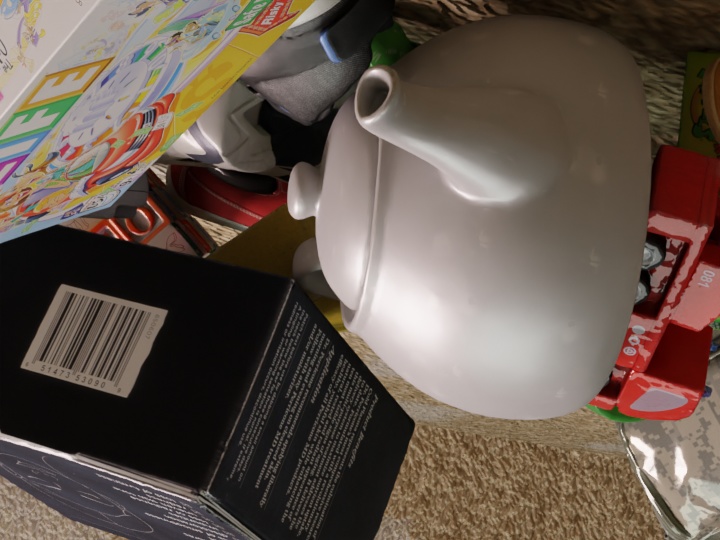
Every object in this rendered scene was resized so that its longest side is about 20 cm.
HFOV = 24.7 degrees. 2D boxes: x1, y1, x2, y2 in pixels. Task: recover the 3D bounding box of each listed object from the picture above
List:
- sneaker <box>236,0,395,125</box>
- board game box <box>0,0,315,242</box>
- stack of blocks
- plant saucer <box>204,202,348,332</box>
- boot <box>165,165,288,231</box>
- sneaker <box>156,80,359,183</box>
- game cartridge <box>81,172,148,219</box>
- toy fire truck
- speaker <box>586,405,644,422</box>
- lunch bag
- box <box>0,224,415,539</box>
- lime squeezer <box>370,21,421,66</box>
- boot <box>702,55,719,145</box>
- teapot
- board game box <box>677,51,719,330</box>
[{"bbox_3d":[-0.070,-0.103,0.731,0.200,0.073,0.112,-5,142,47],"label":"sneaker"},{"bbox_3d":[-0.101,-0.070,0.610,0.134,0.034,0.200,-23,169,-47],"label":"board game box"},{"bbox_3d":[-0.140,-0.016,1.106,0.115,0.059,0.200,49,180,-3],"label":"stack of blocks"},{"bbox_3d":[0.000,0.000,0.975,0.200,0.049,0.200,-9,167,-35],"label":"plant saucer"},{"bbox_3d":[-0.020,-0.051,1.069,0.200,0.073,0.144,15,167,-14],"label":"boot"},{"bbox_3d":[-0.069,-0.090,0.899,0.129,0.080,0.199,21,-167,28],"label":"sneaker"},{"bbox_3d":[-0.215,-0.057,0.927,0.133,0.041,0.200,-2,-172,-28],"label":"game cartridge"},{"bbox_3d":[0.183,0.006,0.747,0.141,0.049,0.200,17,139,3],"label":"toy fire truck"},{"bbox_3d":[0.127,0.011,1.011,0.088,0.089,0.200,14,-160,-28],"label":"speaker"},{"bbox_3d":[0.265,0.074,1.079,0.200,0.168,0.139,-33,147,32],"label":"lunch bag"},{"bbox_3d":[-0.104,0.078,0.892,0.200,0.124,0.197,13,158,26],"label":"box"},{"bbox_3d":[0.010,-0.121,0.791,0.071,0.038,0.200,-31,152,21],"label":"lime squeezer"},{"bbox_3d":[0.269,-0.075,0.740,0.201,0.071,0.144,12,164,-33],"label":"boot"},{"bbox_3d":[0.039,-0.027,0.751,0.146,0.200,0.198,5,-152,-5],"label":"teapot"},{"bbox_3d":[0.200,-0.035,0.879,0.048,0.102,0.200,4,169,16],"label":"board game box"}]
